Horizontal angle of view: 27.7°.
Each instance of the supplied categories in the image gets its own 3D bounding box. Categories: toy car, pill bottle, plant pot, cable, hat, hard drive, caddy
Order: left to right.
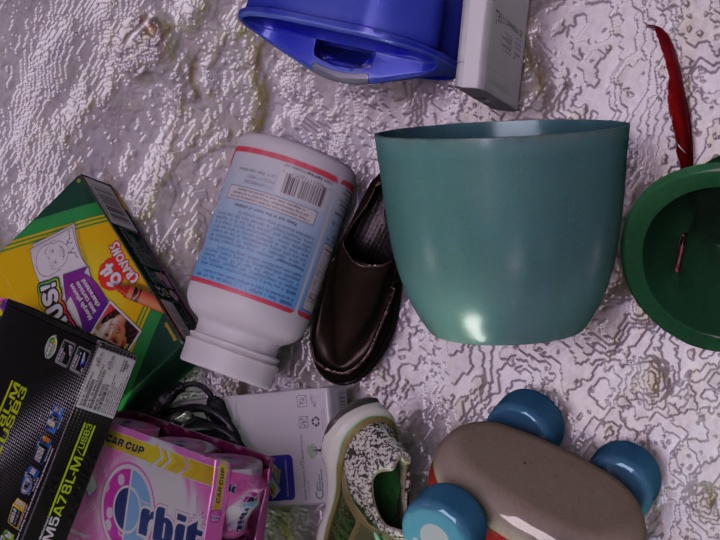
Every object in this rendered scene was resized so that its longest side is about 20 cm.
[{"bbox_3d":[-0.169,0.206,1.278,0.200,0.051,0.164,-42,74,16],"label":"cable"},{"bbox_3d":[-0.083,-0.007,1.243,0.108,0.109,0.202,17,85,20],"label":"pill bottle"},{"bbox_3d":[-0.004,-0.208,1.220,0.198,0.141,0.106,15,88,20],"label":"caddy"},{"bbox_3d":[0.113,-0.239,1.181,0.026,0.132,0.203,7,90,19],"label":"hard drive"},{"bbox_3d":[0.113,-0.031,1.146,0.198,0.200,0.163,0,99,20],"label":"plant pot"},{"bbox_3d":[0.122,0.236,1.167,0.176,0.184,0.202,27,126,18],"label":"toy car"},{"bbox_3d":[0.301,-0.065,1.169,0.164,0.177,0.202,4,127,18],"label":"hat"}]

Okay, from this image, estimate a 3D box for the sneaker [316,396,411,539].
[{"bbox_3d":[0.013,0.209,1.191,0.089,0.076,0.202,38,138,53],"label":"sneaker"}]

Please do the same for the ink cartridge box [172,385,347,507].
[{"bbox_3d":[-0.100,0.159,1.285,0.198,0.039,0.101,-7,85,28],"label":"ink cartridge box"}]

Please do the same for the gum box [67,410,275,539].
[{"bbox_3d":[-0.155,0.188,1.173,0.199,0.066,0.115,11,93,45],"label":"gum box"}]

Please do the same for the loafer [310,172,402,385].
[{"bbox_3d":[0.000,0.000,1.246,0.072,0.071,0.202,19,94,19],"label":"loafer"}]

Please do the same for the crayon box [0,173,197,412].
[{"bbox_3d":[-0.254,0.046,1.329,0.172,0.058,0.201,-41,66,13],"label":"crayon box"}]

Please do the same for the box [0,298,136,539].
[{"bbox_3d":[-0.279,0.138,1.218,0.192,0.047,0.202,17,84,51],"label":"box"}]
